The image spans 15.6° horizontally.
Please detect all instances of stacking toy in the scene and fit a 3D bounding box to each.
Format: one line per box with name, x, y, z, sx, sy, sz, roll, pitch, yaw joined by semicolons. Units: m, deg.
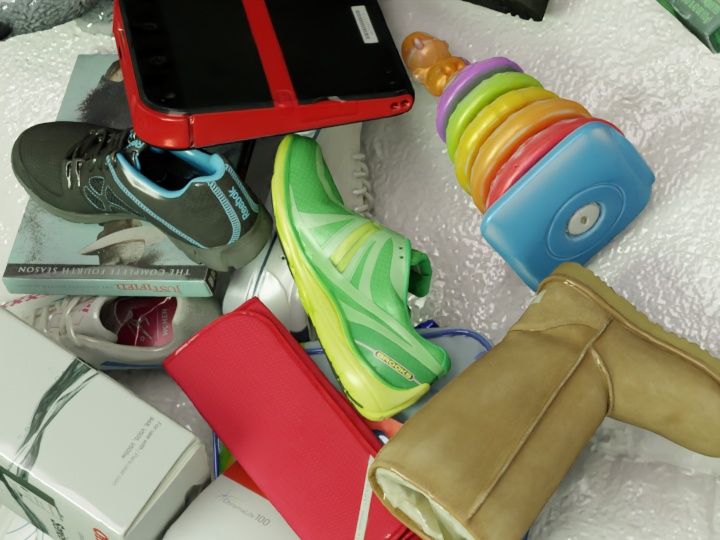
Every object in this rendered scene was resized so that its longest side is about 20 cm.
stacking toy;0.089;-0.093;1.702;0.110;0.116;0.200;-42;55;3

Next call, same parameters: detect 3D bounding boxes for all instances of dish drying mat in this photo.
dish drying mat;-0.039;0.102;1.617;0.077;0.018;0.200;-36;61;-9

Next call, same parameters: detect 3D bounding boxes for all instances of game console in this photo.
game console;-0.067;-0.141;1.707;0.176;0.031;0.200;-6;33;-8

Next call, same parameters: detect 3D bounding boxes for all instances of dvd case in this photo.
dvd case;-0.145;-0.067;1.756;0.145;0.022;0.200;1;53;17

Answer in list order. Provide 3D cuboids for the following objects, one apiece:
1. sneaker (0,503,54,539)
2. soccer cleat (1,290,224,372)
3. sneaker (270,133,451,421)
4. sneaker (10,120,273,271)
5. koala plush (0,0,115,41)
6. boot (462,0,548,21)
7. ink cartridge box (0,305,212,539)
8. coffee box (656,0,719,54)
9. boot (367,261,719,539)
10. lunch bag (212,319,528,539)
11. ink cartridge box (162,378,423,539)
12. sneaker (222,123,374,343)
sneaker;-0.205;0.179;1.729;0.087;0.075;0.201;13;81;15
soccer cleat;-0.190;0.037;1.750;0.199;0.086;0.070;-10;74;15
sneaker;0.000;0.000;1.646;0.083;0.074;0.200;-22;65;-3
sneaker;-0.146;-0.068;1.690;0.199;0.082;0.073;17;60;29
koala plush;-0.259;-0.217;1.796;0.199;0.178;0.184;5;58;22
boot;0.062;-0.268;1.754;0.211;0.079;0.158;20;87;14
ink cartridge box;-0.197;0.105;1.647;0.200;0.147;0.083;32;72;13
coffee box;0.256;-0.254;1.709;0.200;0.044;0.123;-45;68;2
boot;0.126;0.110;1.587;0.175;0.066;0.200;35;55;10
lunch bag;0.008;0.119;1.671;0.199;0.082;0.161;-9;75;15
ink cartridge box;-0.035;0.174;1.601;0.160;0.047;0.200;27;86;23
sneaker;-0.021;-0.046;1.736;0.071;0.073;0.201;22;93;12
